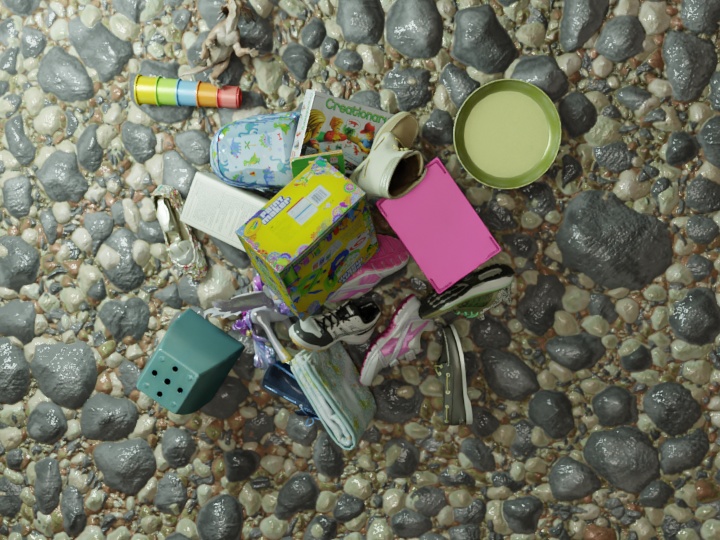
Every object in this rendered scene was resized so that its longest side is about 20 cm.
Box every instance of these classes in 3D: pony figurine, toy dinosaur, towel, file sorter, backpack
[{"bbox_3d":[-0.189,0.084,1.570,0.192,0.166,0.202,-22,93,-24],"label":"pony figurine"},{"bbox_3d":[-0.257,-0.430,1.521,0.085,0.137,0.200,25,133,-34],"label":"toy dinosaur"},{"bbox_3d":[-0.044,0.220,1.548,0.048,0.171,0.201,-28,95,24],"label":"towel"},{"bbox_3d":[0.145,-0.087,1.510,0.138,0.125,0.201,-35,93,10],"label":"file sorter"},{"bbox_3d":[-0.181,-0.221,1.527,0.198,0.154,0.165,6,106,17],"label":"backpack"}]

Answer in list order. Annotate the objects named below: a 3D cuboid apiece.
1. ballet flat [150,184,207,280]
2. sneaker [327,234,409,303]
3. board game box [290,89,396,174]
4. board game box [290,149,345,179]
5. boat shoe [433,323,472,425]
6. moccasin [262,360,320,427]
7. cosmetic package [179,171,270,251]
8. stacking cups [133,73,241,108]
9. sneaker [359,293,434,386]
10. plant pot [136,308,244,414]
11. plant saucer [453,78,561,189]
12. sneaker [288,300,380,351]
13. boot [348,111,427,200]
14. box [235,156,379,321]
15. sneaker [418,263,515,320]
[{"bbox_3d":[-0.362,-0.070,1.594,0.075,0.064,0.202,-21,96,14],"label":"ballet flat"},{"bbox_3d":[0.000,0.000,1.557,0.198,0.088,0.082,-20,60,-2],"label":"sneaker"},{"bbox_3d":[-0.023,-0.244,1.495,0.198,0.035,0.128,8,101,-34],"label":"board game box"},{"bbox_3d":[-0.074,-0.154,1.491,0.094,0.201,0.030,-10,63,-4],"label":"board game box"},{"bbox_3d":[0.174,0.204,1.576,0.060,0.072,0.204,-9,101,2],"label":"boat shoe"},{"bbox_3d":[-0.105,0.257,1.616,0.199,0.080,0.069,35,98,14],"label":"moccasin"},{"bbox_3d":[-0.232,-0.103,1.552,0.199,0.073,0.104,26,100,13],"label":"cosmetic package"},{"bbox_3d":[-0.327,-0.339,1.553,0.198,0.061,0.061,4,98,5],"label":"stacking cups"},{"bbox_3d":[0.072,0.148,1.571,0.088,0.081,0.201,36,97,-1],"label":"sneaker"},{"bbox_3d":[-0.335,0.185,1.558,0.141,0.200,0.142,34,99,0],"label":"plant pot"},{"bbox_3d":[0.273,-0.254,1.522,0.198,0.031,0.202,1,98,6],"label":"plant saucer"},{"bbox_3d":[-0.046,0.093,1.526,0.076,0.199,0.088,52,127,27],"label":"sneaker"},{"bbox_3d":[0.071,-0.203,1.445,0.072,0.154,0.201,42,74,-24],"label":"boot"},{"bbox_3d":[-0.085,-0.051,1.428,0.200,0.193,0.122,-43,63,-14],"label":"box"},{"bbox_3d":[0.208,0.065,1.543,0.198,0.077,0.089,-21,112,-5],"label":"sneaker"}]
